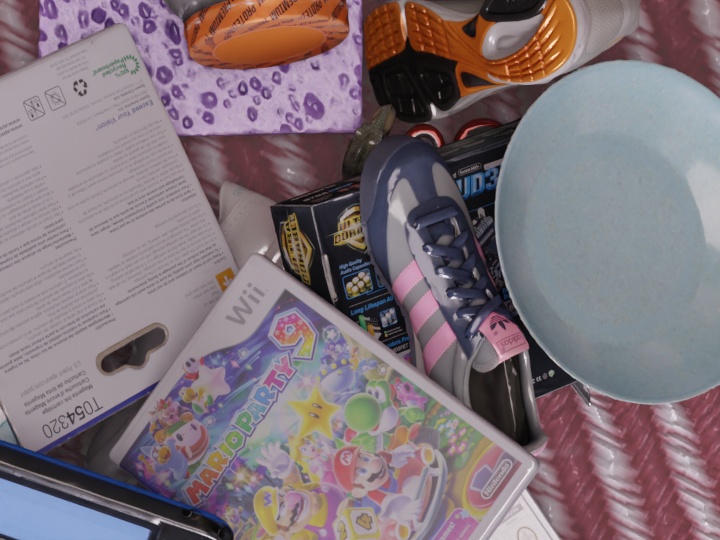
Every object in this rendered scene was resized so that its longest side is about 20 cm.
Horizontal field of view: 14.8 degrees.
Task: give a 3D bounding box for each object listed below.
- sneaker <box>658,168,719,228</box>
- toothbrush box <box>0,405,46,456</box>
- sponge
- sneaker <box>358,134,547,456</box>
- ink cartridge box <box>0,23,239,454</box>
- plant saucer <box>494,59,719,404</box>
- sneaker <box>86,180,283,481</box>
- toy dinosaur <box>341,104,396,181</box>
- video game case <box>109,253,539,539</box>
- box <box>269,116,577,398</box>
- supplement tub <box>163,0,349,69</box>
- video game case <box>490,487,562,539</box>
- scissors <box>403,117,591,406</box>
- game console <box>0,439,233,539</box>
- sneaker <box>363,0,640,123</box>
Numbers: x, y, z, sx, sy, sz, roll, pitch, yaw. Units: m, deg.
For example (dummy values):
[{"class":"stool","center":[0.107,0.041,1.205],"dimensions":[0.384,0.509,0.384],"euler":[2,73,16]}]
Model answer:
[{"class":"sneaker","center":[0.228,-0.071,1.701],"dimensions":[0.199,0.073,0.085],"euler":[-13,90,-14]},{"class":"toothbrush box","center":[-0.221,0.144,1.639],"dimensions":[0.085,0.146,0.200],"euler":[-21,94,-3]},{"class":"sponge","center":[-0.098,-0.137,1.694],"dimensions":[0.199,0.030,0.112],"euler":[-1,93,-4]},{"class":"sneaker","center":[0.061,0.018,1.561],"dimensions":[0.070,0.082,0.200],"euler":[-27,108,-30]},{"class":"ink cartridge box","center":[-0.171,-0.017,1.583],"dimensions":[0.196,0.043,0.200],"euler":[-29,98,-41]},{"class":"plant saucer","center":[0.155,-0.021,1.610],"dimensions":[0.200,0.039,0.202],"euler":[5,80,-28]},{"class":"sneaker","center":[-0.113,0.037,1.688],"dimensions":[0.088,0.075,0.200],"euler":[38,88,12]},{"class":"toy dinosaur","center":[0.000,0.000,1.676],"dimensions":[0.047,0.088,0.201],"euler":[-2,94,-2]},{"class":"video game case","center":[-0.021,0.105,1.537],"dimensions":[0.200,0.018,0.143],"euler":[36,92,13]},{"class":"box","center":[0.054,0.010,1.635],"dimensions":[0.200,0.046,0.159],"euler":[-21,105,-33]},{"class":"supplement tub","center":[-0.068,-0.227,1.626],"dimensions":[0.122,0.123,0.201],"euler":[-9,77,-3]},{"class":"video game case","center":[0.030,0.204,1.721],"dimensions":[0.200,0.018,0.143],"euler":[-34,94,-2]},{"class":"scissors","center":[0.082,0.000,1.721],"dimensions":[0.073,0.014,0.201],"euler":[-19,94,-5]},{"class":"game console","center":[-0.188,0.182,1.516],"dimensions":[0.199,0.171,0.119],"euler":[19,64,-4]},{"class":"sneaker","center":[0.085,-0.134,1.633],"dimensions":[0.092,0.200,0.076],"euler":[-14,96,-39]}]
